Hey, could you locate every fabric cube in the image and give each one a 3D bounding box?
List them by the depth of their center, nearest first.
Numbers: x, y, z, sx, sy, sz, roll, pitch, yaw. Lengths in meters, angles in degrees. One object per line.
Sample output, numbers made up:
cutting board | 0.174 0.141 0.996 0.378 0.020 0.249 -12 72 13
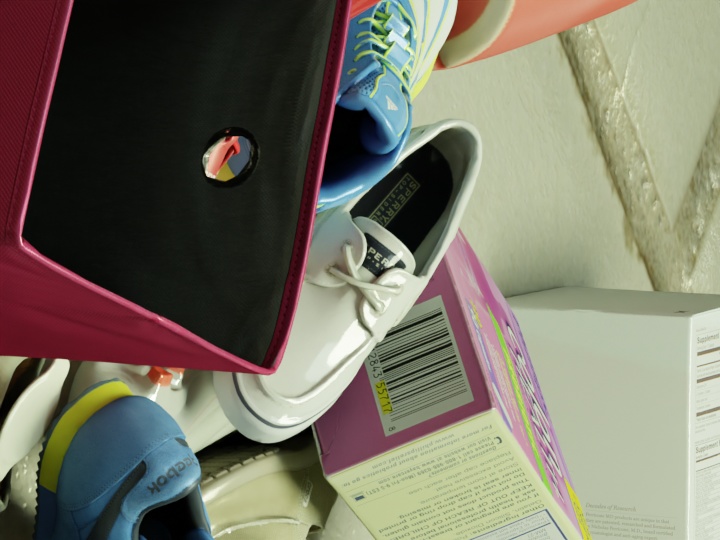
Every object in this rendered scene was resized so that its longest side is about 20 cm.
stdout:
fabric cube | -0.145 -0.077 1.045 0.200 0.199 0.196 33 63 -58

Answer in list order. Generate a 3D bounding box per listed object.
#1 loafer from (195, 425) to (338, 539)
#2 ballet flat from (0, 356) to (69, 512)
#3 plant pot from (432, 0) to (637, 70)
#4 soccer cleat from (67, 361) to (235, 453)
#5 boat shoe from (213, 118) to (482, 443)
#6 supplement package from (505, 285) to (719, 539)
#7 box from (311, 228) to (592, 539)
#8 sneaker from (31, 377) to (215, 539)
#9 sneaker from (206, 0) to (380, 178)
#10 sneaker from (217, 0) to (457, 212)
loafer | -0.061 0.124 1.346 0.200 0.076 0.068 -14 99 -61
ballet flat | -0.154 0.027 1.173 0.068 0.068 0.200 46 53 -52
plant pot | 0.066 -0.206 1.425 0.177 0.200 0.201 -38 125 -50
soccer cleat | -0.097 0.066 1.298 0.078 0.069 0.200 -60 163 14
boat shoe | 0.000 0.000 1.275 0.072 0.066 0.200 45 57 -8
supplement package | 0.174 0.118 1.693 0.151 0.152 0.200 -9 100 -61
box | 0.038 0.067 1.410 0.200 0.097 0.176 57 14 -53
sneaker | -0.108 0.138 1.199 0.066 0.078 0.200 -35 152 -33
sneaker | -0.052 -0.078 1.158 0.078 0.200 0.116 23 51 -49
sneaker | 0.007 -0.089 1.278 0.076 0.105 0.200 51 63 -27
